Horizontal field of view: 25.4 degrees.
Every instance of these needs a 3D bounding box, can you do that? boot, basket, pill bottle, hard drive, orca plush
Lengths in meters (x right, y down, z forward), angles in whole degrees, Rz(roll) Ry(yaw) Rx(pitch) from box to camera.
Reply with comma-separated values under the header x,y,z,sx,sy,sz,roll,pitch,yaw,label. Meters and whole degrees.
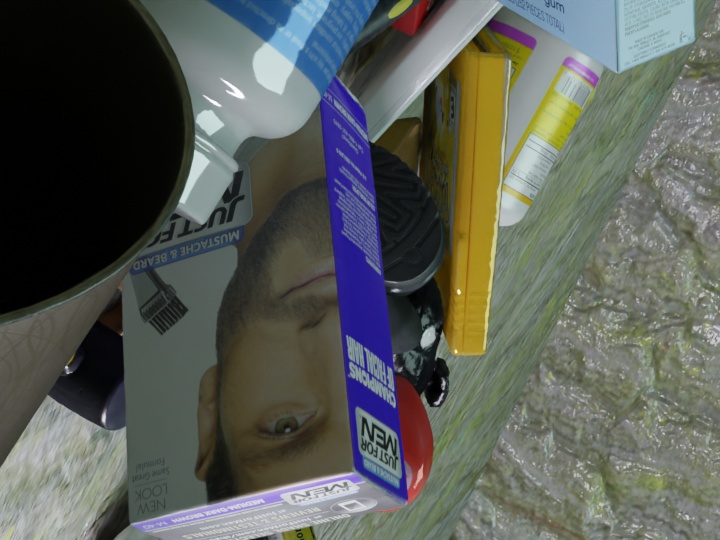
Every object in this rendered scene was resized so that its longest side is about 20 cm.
x,y,z,sx,sy,sz,roll,pitch,yaw,label
0.000,-0.001,0.911,0.066,0.165,0.200,-41,149,-13,boot
-0.149,0.001,0.452,0.200,0.179,0.137,116,-13,-57,basket
0.113,-0.110,1.328,0.201,0.104,0.104,-61,167,4,pill bottle
0.044,-0.143,0.965,0.200,0.027,0.132,-45,-170,39,hard drive
-0.047,-0.124,0.651,0.201,0.112,0.112,-60,167,-5,pill bottle
-0.014,0.083,1.061,0.200,0.105,0.071,-39,-174,37,orca plush

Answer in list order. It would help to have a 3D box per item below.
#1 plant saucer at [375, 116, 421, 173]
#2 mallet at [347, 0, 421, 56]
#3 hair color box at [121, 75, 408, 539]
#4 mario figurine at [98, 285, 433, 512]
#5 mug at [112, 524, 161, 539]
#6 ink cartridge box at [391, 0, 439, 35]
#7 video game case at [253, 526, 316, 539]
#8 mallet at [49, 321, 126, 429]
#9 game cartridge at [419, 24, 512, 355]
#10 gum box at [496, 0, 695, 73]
x,y,z,sx,sy,sz,roll,pitch,yaw,label
-0.029,0.001,1.142,0.201,0.048,0.200,-56,167,-21,plant saucer
0.037,-0.139,0.805,0.200,0.041,0.066,-44,135,-18,mallet
-0.048,0.015,0.722,0.065,0.109,0.201,40,39,-59,hair color box
-0.054,0.063,0.831,0.106,0.199,0.124,-55,166,-24,mario figurine
-0.131,0.242,1.106,0.201,0.146,0.176,-92,-166,-56,mug
0.036,-0.215,0.876,0.201,0.067,0.116,-55,166,-22,ink cartridge box
-0.063,0.230,1.133,0.025,0.182,0.200,-13,171,-23,video game case
-0.141,0.026,0.685,0.041,0.066,0.200,-57,167,-8,mallet
0.065,-0.068,1.080,0.176,0.032,0.202,-107,-160,-69,game cartridge
0.067,-0.205,0.656,0.044,0.170,0.201,-23,128,-20,gum box
